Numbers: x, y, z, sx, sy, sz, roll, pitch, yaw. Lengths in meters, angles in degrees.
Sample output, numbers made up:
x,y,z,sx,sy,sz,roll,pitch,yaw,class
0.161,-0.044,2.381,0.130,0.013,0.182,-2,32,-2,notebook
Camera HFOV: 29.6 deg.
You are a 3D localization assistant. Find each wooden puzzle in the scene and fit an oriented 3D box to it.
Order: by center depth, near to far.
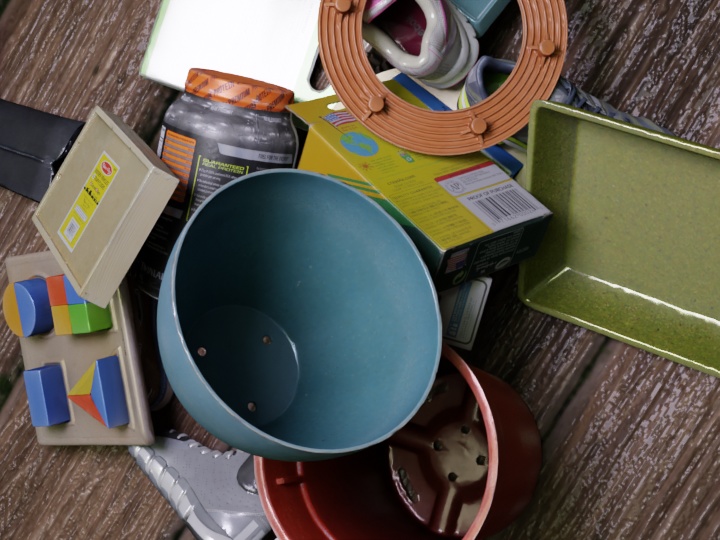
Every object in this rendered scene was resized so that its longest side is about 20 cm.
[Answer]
x,y,z,sx,sy,sz,roll,pitch,yaw,class
-0.272,0.074,1.263,0.199,0.046,0.187,-6,95,46,wooden puzzle

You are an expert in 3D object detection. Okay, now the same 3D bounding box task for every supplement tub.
x,y,z,sx,sy,sz,roll,pitch,yaw,class
-0.126,-0.071,1.219,0.122,0.122,0.202,19,102,26,supplement tub

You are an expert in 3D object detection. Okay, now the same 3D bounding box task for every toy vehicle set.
x,y,z,sx,sy,sz,roll,pitch,yaw,class
-0.227,-0.061,1.192,0.125,0.026,0.200,-58,32,6,toy vehicle set

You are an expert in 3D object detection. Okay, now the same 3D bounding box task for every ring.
x,y,z,sx,sy,sz,roll,pitch,yaw,class
0.065,-0.191,1.072,0.198,0.019,0.202,0,86,-3,ring

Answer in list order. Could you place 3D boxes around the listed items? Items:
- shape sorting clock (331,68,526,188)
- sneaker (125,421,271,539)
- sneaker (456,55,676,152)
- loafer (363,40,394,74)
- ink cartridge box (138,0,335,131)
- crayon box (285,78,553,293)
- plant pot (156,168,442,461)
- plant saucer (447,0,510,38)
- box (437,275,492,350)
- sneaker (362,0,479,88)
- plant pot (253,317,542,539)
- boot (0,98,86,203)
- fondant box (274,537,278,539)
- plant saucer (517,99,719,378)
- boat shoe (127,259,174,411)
x,y,z,sx,sy,sz,roll,pitch,yaw,class
0.050,-0.079,1.198,0.198,0.039,0.202,1,95,16,shape sorting clock
-0.131,0.177,1.255,0.115,0.075,0.200,-39,53,-10,sneaker
0.170,-0.119,1.116,0.199,0.081,0.074,20,81,12,sneaker
0.031,-0.255,1.222,0.068,0.076,0.201,31,88,26,loafer
-0.094,-0.220,1.290,0.199,0.048,0.147,20,93,7,ink cartridge box
0.040,-0.072,1.094,0.200,0.126,0.051,45,135,30,crayon box
-0.061,0.048,0.962,0.135,0.199,0.202,-39,64,54,plant pot
0.046,-0.287,1.173,0.200,0.019,0.070,40,89,8,plant saucer
0.000,0.000,1.116,0.198,0.117,0.061,16,97,-2,box
0.018,-0.239,1.124,0.081,0.088,0.200,-42,85,18,sneaker
0.047,0.147,1.094,0.199,0.195,0.203,-3,82,24,plant pot
-0.360,-0.168,1.395,0.199,0.065,0.166,23,102,29,boot
-0.037,0.338,1.187,0.144,0.058,0.201,-42,67,15,fondant box
0.226,-0.032,1.070,0.199,0.048,0.201,21,132,26,plant saucer
-0.231,0.035,1.306,0.072,0.072,0.201,-27,73,21,boat shoe
